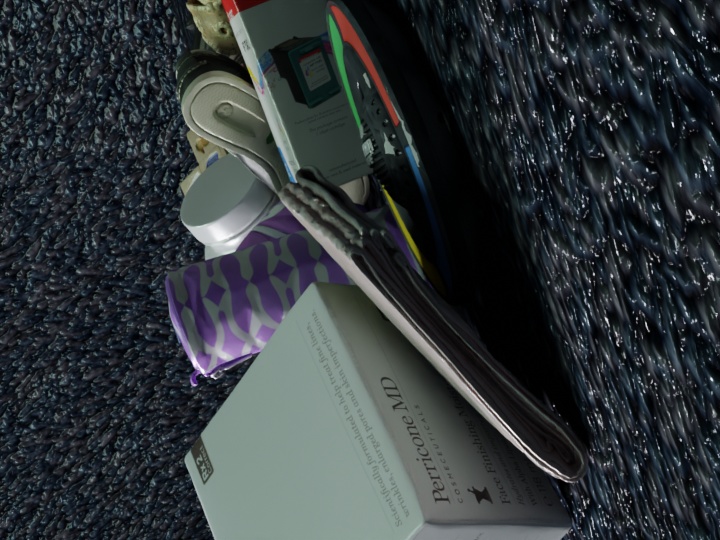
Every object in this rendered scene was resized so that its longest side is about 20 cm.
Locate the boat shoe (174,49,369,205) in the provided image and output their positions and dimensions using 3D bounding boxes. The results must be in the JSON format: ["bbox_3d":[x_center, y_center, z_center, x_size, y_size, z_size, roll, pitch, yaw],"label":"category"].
[{"bbox_3d":[-0.068,-0.108,1.450,0.200,0.072,0.068,36,-169,-36],"label":"boat shoe"}]

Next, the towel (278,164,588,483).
[{"bbox_3d":[0.039,0.027,1.064,0.191,0.032,0.200,48,179,-19],"label":"towel"}]

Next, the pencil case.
[{"bbox_3d":[-0.044,0.016,1.310,0.084,0.199,0.086,63,-171,-80],"label":"pencil case"}]

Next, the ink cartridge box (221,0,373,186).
[{"bbox_3d":[-0.049,-0.158,1.331,0.116,0.067,0.201,-159,47,-83],"label":"ink cartridge box"}]

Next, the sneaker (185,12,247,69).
[{"bbox_3d":[-0.100,-0.164,1.585,0.074,0.087,0.201,9,-123,-51],"label":"sneaker"}]

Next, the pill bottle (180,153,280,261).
[{"bbox_3d":[-0.059,-0.005,1.544,0.200,0.112,0.112,48,-174,-32],"label":"pill bottle"}]

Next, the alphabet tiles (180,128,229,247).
[{"bbox_3d":[-0.090,-0.089,1.641,0.200,0.006,0.167,-41,66,38],"label":"alphabet tiles"}]

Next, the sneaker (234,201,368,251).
[{"bbox_3d":[0.000,-0.001,1.406,0.200,0.115,0.073,23,150,21],"label":"sneaker"}]

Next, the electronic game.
[{"bbox_3d":[0.023,-0.073,1.097,0.200,0.041,0.201,158,90,-85],"label":"electronic game"}]

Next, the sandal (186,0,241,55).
[{"bbox_3d":[-0.093,-0.198,1.434,0.212,0.077,0.070,48,-143,-68],"label":"sandal"}]

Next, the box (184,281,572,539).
[{"bbox_3d":[0.005,0.147,1.224,0.200,0.130,0.200,-53,48,34],"label":"box"}]
